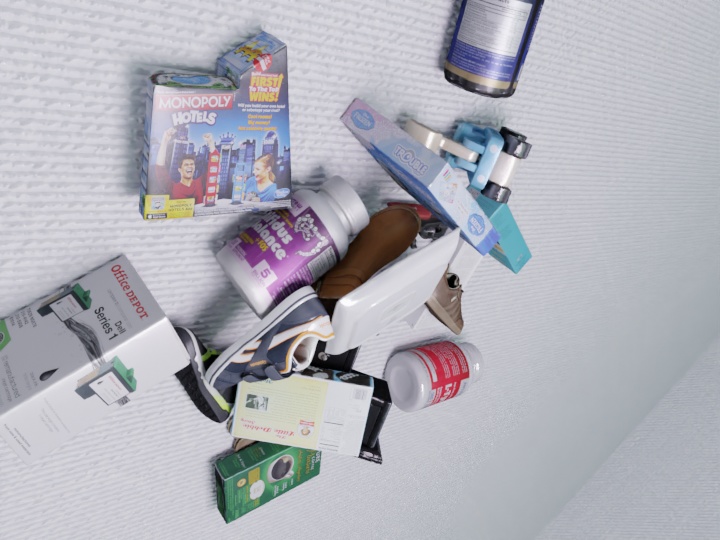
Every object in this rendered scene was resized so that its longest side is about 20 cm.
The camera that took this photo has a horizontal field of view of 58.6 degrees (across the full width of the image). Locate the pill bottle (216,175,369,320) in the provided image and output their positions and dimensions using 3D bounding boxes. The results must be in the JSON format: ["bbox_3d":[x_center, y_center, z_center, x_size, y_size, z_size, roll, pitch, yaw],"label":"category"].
[{"bbox_3d":[-0.086,-0.037,0.865,0.199,0.112,0.113,-39,140,-14],"label":"pill bottle"}]

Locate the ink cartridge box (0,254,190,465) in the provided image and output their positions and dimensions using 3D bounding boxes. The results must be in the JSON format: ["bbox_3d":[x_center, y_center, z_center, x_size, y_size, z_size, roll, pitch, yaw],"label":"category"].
[{"bbox_3d":[-0.314,0.091,0.721,0.198,0.146,0.086,-33,137,-21],"label":"ink cartridge box"}]

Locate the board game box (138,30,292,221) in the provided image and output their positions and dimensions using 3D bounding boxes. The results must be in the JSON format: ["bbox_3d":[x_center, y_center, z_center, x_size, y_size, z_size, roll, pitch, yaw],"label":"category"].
[{"bbox_3d":[-0.157,-0.168,0.736,0.196,0.061,0.204,-9,125,-39],"label":"board game box"}]

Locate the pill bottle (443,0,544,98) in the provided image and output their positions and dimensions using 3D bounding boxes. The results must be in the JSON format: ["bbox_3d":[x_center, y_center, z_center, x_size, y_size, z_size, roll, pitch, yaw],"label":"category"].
[{"bbox_3d":[0.191,-0.353,0.885,0.110,0.112,0.204,-10,126,-38],"label":"pill bottle"}]

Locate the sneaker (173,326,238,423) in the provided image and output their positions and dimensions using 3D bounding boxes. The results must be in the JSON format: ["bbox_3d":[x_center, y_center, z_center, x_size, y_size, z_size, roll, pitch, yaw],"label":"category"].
[{"bbox_3d":[-0.219,0.134,0.923,0.083,0.070,0.203,-51,148,-33],"label":"sneaker"}]

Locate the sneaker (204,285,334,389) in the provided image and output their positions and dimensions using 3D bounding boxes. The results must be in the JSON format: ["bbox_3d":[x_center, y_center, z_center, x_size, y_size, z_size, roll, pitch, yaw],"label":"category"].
[{"bbox_3d":[-0.119,0.112,0.835,0.199,0.080,0.078,-40,169,20],"label":"sneaker"}]

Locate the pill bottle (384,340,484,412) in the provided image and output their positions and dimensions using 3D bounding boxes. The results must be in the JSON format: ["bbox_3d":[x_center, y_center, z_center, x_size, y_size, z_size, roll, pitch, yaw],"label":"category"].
[{"bbox_3d":[0.152,0.204,1.278,0.196,0.112,0.115,-9,126,-39],"label":"pill bottle"}]

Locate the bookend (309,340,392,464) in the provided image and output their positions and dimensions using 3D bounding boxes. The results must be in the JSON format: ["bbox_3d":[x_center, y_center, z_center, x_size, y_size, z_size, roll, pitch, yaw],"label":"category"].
[{"bbox_3d":[-0.025,0.171,1.012,0.195,0.092,0.203,20,104,-10],"label":"bookend"}]

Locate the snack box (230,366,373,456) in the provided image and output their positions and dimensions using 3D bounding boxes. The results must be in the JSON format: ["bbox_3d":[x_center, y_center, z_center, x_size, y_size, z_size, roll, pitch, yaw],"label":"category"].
[{"bbox_3d":[-0.087,0.201,0.947,0.194,0.037,0.119,11,107,-6],"label":"snack box"}]

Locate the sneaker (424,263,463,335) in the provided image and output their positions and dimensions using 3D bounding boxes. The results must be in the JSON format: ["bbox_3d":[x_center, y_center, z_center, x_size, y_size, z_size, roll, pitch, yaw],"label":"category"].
[{"bbox_3d":[0.152,0.049,1.092,0.076,0.070,0.200,-49,150,-2],"label":"sneaker"}]

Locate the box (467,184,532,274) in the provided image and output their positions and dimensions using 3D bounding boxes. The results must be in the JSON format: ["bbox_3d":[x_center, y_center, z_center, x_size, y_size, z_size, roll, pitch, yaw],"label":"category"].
[{"bbox_3d":[0.250,-0.075,1.179,0.049,0.082,0.200,-46,140,-2],"label":"box"}]

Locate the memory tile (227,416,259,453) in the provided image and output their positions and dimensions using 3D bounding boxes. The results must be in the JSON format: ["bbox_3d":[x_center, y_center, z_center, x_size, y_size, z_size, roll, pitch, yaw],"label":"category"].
[{"bbox_3d":[-0.135,0.257,1.122,0.197,0.017,0.156,-29,136,-23],"label":"memory tile"}]

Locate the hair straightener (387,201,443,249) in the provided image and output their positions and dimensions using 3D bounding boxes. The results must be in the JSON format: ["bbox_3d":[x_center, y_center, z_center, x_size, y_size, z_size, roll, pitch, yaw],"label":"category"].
[{"bbox_3d":[0.102,-0.077,1.082,0.197,0.041,0.078,-8,138,-46],"label":"hair straightener"}]

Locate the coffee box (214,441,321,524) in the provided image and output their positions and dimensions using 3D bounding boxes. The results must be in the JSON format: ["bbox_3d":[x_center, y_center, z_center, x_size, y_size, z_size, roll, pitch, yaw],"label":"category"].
[{"bbox_3d":[-0.157,0.347,1.123,0.196,0.044,0.126,-20,132,-31],"label":"coffee box"}]

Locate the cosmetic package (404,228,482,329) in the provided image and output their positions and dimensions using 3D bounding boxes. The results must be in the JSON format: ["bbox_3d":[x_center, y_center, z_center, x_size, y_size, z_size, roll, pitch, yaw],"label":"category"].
[{"bbox_3d":[0.151,0.013,1.159,0.081,0.051,0.203,-3,131,-44],"label":"cosmetic package"}]

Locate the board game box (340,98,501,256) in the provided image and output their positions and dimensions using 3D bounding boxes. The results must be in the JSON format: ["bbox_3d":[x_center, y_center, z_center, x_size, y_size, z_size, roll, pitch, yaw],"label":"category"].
[{"bbox_3d":[0.085,-0.127,0.888,0.043,0.200,0.199,-46,141,3],"label":"board game box"}]

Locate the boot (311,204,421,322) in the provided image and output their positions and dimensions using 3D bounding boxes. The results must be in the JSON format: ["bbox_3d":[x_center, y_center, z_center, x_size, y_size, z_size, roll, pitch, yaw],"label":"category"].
[{"bbox_3d":[0.000,0.000,0.904,0.199,0.155,0.074,-38,103,26],"label":"boot"}]

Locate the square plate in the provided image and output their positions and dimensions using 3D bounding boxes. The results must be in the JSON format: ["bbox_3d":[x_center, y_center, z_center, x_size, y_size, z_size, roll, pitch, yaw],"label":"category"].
[{"bbox_3d":[0.044,0.040,0.878,0.197,0.029,0.199,-30,161,-20],"label":"square plate"}]

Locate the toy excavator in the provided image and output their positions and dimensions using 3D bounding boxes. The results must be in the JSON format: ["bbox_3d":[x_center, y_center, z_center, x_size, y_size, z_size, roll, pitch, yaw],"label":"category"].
[{"bbox_3d":[0.159,-0.187,1.001,0.195,0.195,0.102,-71,-177,-69],"label":"toy excavator"}]
